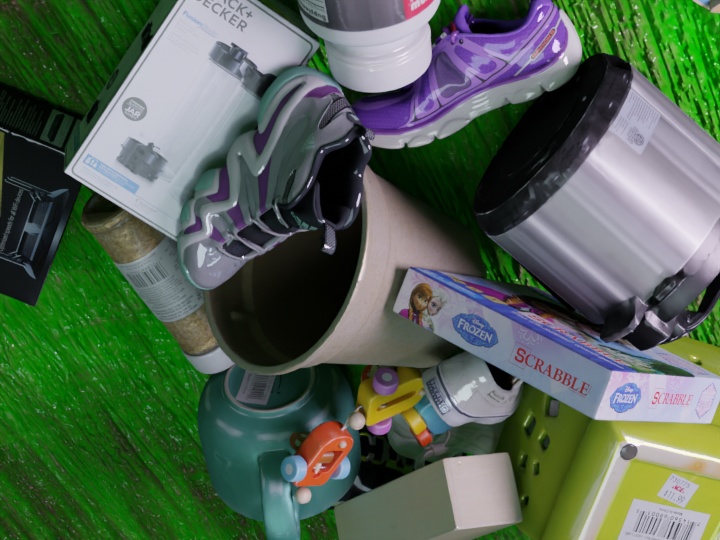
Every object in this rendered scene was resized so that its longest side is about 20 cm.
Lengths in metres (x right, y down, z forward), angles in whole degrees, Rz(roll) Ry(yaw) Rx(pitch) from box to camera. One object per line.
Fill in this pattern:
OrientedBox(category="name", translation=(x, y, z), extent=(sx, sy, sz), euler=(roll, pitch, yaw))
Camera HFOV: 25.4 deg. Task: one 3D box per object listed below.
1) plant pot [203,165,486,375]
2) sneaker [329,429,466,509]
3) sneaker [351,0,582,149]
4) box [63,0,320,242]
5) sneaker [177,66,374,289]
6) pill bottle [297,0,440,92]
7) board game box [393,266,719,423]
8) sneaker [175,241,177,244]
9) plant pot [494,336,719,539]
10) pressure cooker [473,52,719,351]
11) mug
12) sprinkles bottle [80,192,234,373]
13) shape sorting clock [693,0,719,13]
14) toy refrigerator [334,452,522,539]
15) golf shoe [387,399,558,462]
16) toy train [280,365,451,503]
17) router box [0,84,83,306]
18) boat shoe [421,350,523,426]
OrientedBox(category="plant pot", translation=(0.000, 0.000, 1.329), extent=(0.182, 0.203, 0.200), euler=(15, 141, -43))
OrientedBox(category="sneaker", translation=(0.006, 0.194, 1.590), extent=(0.198, 0.072, 0.083), euler=(-14, 136, 22))
OrientedBox(category="sneaker", translation=(0.075, -0.161, 1.260), extent=(0.198, 0.081, 0.084), euler=(-23, 110, 19))
OrientedBox(category="box", translation=(-0.135, -0.138, 1.260), extent=(0.116, 0.060, 0.201), euler=(33, 104, -20))
OrientedBox(category="sneaker", translation=(-0.059, -0.043, 1.212), extent=(0.077, 0.140, 0.201), euler=(15, 115, -41))
OrientedBox(category="pill bottle", translation=(0.002, -0.235, 1.162), extent=(0.109, 0.111, 0.201), euler=(-1, 133, 11))
OrientedBox(category="board game box", translation=(0.159, 0.060, 1.255), extent=(0.199, 0.199, 0.042), euler=(28, 101, 35))
OrientedBox(category="sneaker", translation=(-0.124, -0.085, 1.357), extent=(0.091, 0.076, 0.201), euler=(-9, 132, 12))
OrientedBox(category="plant pot", translation=(0.245, 0.175, 1.411), extent=(0.198, 0.182, 0.201), euler=(14, 113, -13))
OrientedBox(category="pressure cooker", translation=(0.208, -0.044, 1.242), extent=(0.199, 0.179, 0.176), euler=(38, 98, -12))
OrientedBox(category="mug", translation=(-0.069, 0.150, 1.494), extent=(0.151, 0.185, 0.115), euler=(-28, 135, -23))
OrientedBox(category="sprinkles bottle", translation=(-0.173, 0.005, 1.452), extent=(0.068, 0.069, 0.201), euler=(-16, 128, 24))
OrientedBox(category="shape sorting clock", translation=(0.322, -0.221, 1.108), extent=(0.197, 0.040, 0.200), euler=(-6, 159, -2))
OrientedBox(category="toy refrigerator", translation=(0.058, 0.220, 1.467), extent=(0.075, 0.071, 0.200), euler=(-1, 161, -31))
OrientedBox(category="golf shoe", translation=(0.119, 0.137, 1.522), extent=(0.197, 0.076, 0.092), euler=(-1, 130, 10))
OrientedBox(category="toy train", translation=(0.015, 0.135, 1.440), extent=(0.199, 0.056, 0.151), euler=(0, 131, -45))
OrientedBox(category="router box", translation=(-0.332, -0.074, 1.416), extent=(0.156, 0.053, 0.201), euler=(22, 133, -10))
OrientedBox(category="boat shoe", translation=(0.116, 0.086, 1.366), extent=(0.069, 0.200, 0.071), euler=(-32, 78, 18))
